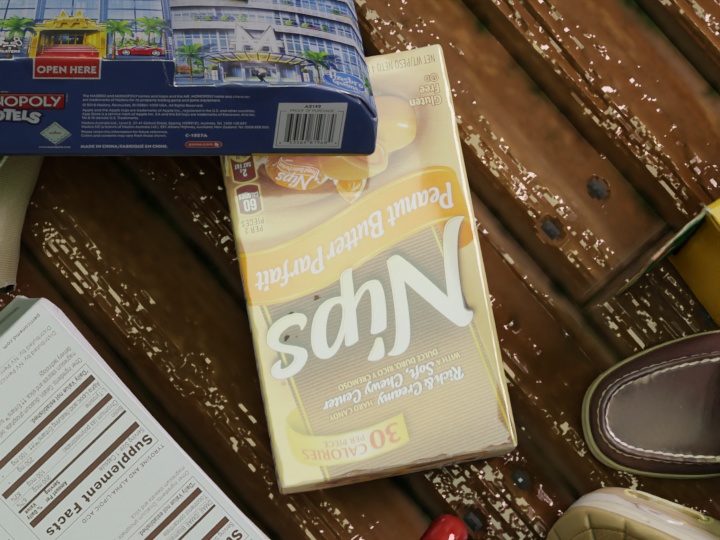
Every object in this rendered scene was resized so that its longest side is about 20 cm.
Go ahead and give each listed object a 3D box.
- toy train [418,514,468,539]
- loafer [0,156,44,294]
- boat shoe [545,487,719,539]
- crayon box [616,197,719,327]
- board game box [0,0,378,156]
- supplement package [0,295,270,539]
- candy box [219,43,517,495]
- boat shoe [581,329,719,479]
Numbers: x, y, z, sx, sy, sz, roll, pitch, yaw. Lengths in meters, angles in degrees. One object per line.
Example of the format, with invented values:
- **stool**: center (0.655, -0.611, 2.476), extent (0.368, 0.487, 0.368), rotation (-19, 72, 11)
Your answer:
- **toy train**: center (0.035, 0.177, 1.041), extent (0.085, 0.200, 0.116), rotation (38, 87, 4)
- **loafer**: center (-0.187, -0.021, 1.132), extent (0.067, 0.076, 0.200), rotation (37, 91, 2)
- **boat shoe**: center (0.185, 0.158, 1.110), extent (0.200, 0.069, 0.074), rotation (30, 113, 6)
- **crayon box**: center (0.220, -0.038, 1.113), extent (0.200, 0.127, 0.051), rotation (-36, 84, -5)
- **board game box**: center (-0.100, -0.141, 1.111), extent (0.200, 0.062, 0.200), rotation (-1, 46, -10)
- **supplement package**: center (-0.128, 0.131, 1.030), extent (0.147, 0.191, 0.200), rotation (-43, 98, -8)
- **candy box**: center (0.000, 0.000, 1.138), extent (0.115, 0.055, 0.200), rotation (-10, 81, -3)
- **boat shoe**: center (0.207, 0.059, 1.124), extent (0.200, 0.072, 0.072), rotation (-3, 81, -2)
